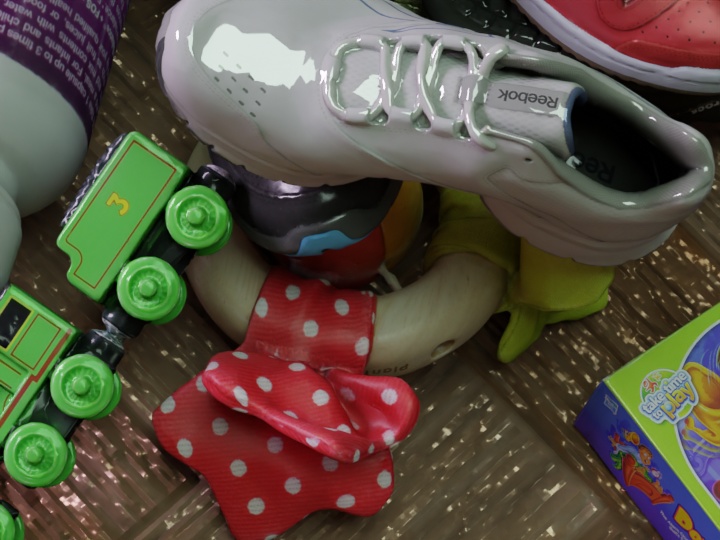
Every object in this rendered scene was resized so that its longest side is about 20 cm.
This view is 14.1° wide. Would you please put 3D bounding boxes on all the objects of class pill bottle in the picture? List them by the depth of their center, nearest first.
[{"bbox_3d":[-0.145,-0.089,1.068,0.112,0.112,0.201,16,62,-5],"label":"pill bottle"}]

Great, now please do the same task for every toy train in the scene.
[{"bbox_3d":[-0.115,0.040,1.019,0.056,0.042,0.200,34,86,3],"label":"toy train"}]

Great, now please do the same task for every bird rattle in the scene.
[{"bbox_3d":[0.000,0.000,1.089,0.200,0.113,0.163,-33,64,-10],"label":"bird rattle"}]

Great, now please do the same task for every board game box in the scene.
[{"bbox_3d":[0.201,0.053,1.115,0.200,0.045,0.135,-32,75,-23],"label":"board game box"}]

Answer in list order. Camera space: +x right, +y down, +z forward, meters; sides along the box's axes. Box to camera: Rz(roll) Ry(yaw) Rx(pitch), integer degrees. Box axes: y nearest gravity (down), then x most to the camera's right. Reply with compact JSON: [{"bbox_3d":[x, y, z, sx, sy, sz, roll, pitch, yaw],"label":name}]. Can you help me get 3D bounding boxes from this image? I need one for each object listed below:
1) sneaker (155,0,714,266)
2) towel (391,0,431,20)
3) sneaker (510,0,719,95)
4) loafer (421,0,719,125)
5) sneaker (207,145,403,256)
[{"bbox_3d":[0.030,-0.059,0.980,0.199,0.087,0.075,13,80,-14],"label":"sneaker"},{"bbox_3d":[0.015,-0.185,1.191,0.148,0.037,0.200,33,64,5],"label":"towel"},{"bbox_3d":[0.078,-0.153,1.063,0.200,0.113,0.071,38,60,15],"label":"sneaker"},{"bbox_3d":[0.115,-0.084,1.144,0.199,0.071,0.073,10,57,-12],"label":"loafer"},{"bbox_3d":[-0.030,-0.097,1.060,0.073,0.082,0.201,-13,55,7],"label":"sneaker"}]
